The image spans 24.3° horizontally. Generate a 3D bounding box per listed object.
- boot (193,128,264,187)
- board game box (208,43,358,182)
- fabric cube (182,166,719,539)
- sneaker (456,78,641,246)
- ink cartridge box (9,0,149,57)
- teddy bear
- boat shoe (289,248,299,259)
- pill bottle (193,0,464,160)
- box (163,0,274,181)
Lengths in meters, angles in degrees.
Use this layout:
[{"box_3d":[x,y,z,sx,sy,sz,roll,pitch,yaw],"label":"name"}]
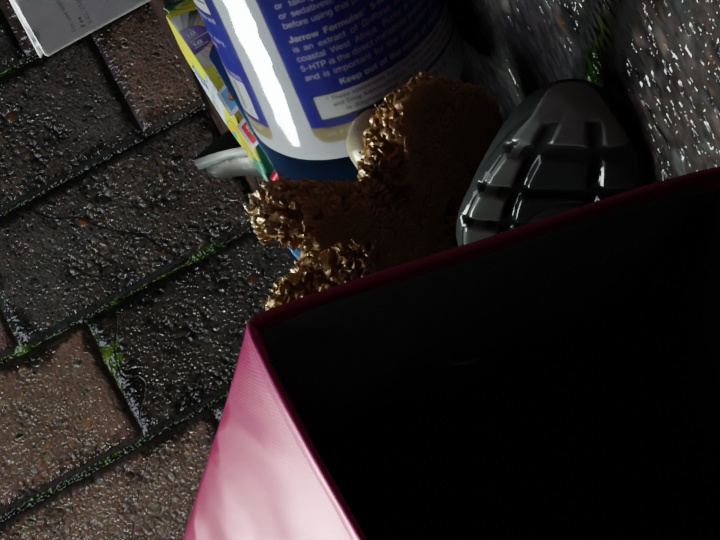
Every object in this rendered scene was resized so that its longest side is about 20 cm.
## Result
[{"box_3d":[-0.007,-0.026,1.118,0.199,0.069,0.175,-3,121,36],"label":"boot"},{"box_3d":[-0.003,-0.060,0.935,0.039,0.157,0.201,-50,61,38],"label":"board game box"},{"box_3d":[0.068,0.119,0.575,0.201,0.195,0.200,59,150,25],"label":"fabric cube"},{"box_3d":[0.076,-0.024,0.741,0.200,0.075,0.080,96,176,-55],"label":"sneaker"},{"box_3d":[-0.135,-0.229,1.023,0.086,0.199,0.147,65,173,-29],"label":"ink cartridge box"},{"box_3d":[0.000,0.000,0.791,0.067,0.144,0.201,27,113,52],"label":"teddy bear"},{"box_3d":[0.031,-0.005,1.043,0.200,0.069,0.084,35,-152,-26],"label":"boat shoe"},{"box_3d":[-0.032,-0.165,0.808,0.120,0.119,0.201,55,171,52],"label":"pill bottle"},{"box_3d":[-0.050,-0.145,1.084,0.200,0.117,0.049,57,171,48],"label":"box"}]
